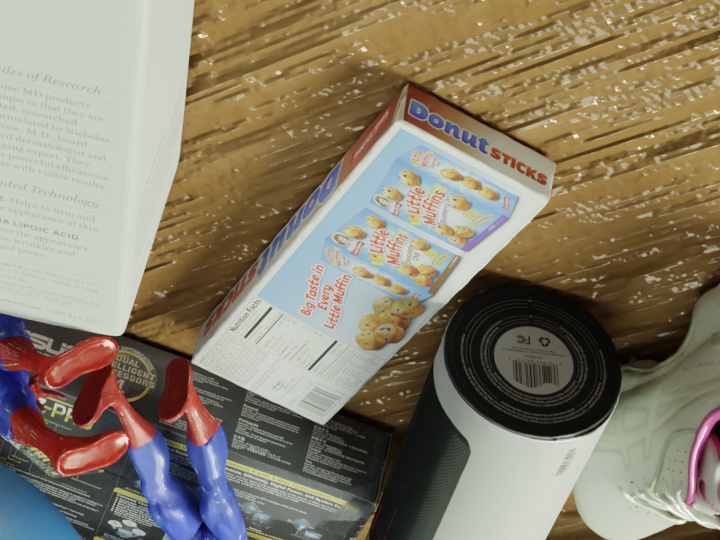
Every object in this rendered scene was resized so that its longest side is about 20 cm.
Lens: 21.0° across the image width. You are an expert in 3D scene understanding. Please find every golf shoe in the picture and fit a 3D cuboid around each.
[{"bbox_3d":[0.142,0.077,0.830,0.075,0.092,0.200,20,142,-10],"label":"golf shoe"}]

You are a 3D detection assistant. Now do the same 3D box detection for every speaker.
[{"bbox_3d":[0.054,0.098,0.888,0.081,0.081,0.200,16,141,-2],"label":"speaker"}]

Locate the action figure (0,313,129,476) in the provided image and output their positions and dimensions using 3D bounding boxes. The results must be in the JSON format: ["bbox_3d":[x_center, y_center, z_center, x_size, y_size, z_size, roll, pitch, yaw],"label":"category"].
[{"bbox_3d":[-0.163,0.032,0.842,0.200,0.052,0.066,20,126,49],"label":"action figure"}]

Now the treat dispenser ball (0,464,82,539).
[{"bbox_3d":[-0.214,0.180,0.898,0.200,0.201,0.201,8,140,7],"label":"treat dispenser ball"}]

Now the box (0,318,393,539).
[{"bbox_3d":[-0.103,0.106,0.969,0.199,0.049,0.161,20,142,-6],"label":"box"}]

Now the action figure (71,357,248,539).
[{"bbox_3d":[-0.076,0.141,0.895,0.065,0.099,0.200,-4,139,20],"label":"action figure"}]

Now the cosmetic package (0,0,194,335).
[{"bbox_3d":[-0.104,-0.077,0.714,0.074,0.102,0.200,11,139,1],"label":"cosmetic package"}]

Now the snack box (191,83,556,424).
[{"bbox_3d":[0.000,0.000,0.832,0.072,0.024,0.200,27,139,-14],"label":"snack box"}]
